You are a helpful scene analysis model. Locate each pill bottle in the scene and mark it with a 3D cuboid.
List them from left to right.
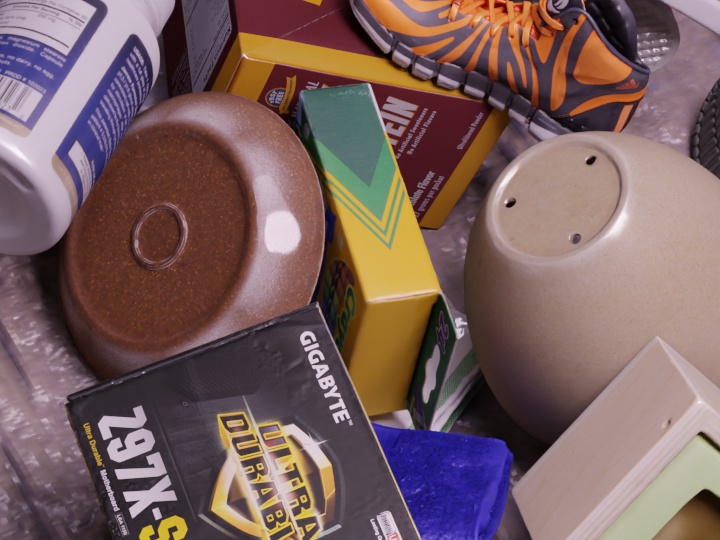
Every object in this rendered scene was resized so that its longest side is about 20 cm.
[{"bbox_3d":[-0.191,-0.116,1.400,0.110,0.111,0.201,24,54,4],"label":"pill bottle"}]

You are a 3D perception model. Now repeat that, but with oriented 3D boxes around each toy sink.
[{"bbox_3d":[0.208,0.161,1.313,0.200,0.130,0.112,40,9,-18],"label":"toy sink"}]

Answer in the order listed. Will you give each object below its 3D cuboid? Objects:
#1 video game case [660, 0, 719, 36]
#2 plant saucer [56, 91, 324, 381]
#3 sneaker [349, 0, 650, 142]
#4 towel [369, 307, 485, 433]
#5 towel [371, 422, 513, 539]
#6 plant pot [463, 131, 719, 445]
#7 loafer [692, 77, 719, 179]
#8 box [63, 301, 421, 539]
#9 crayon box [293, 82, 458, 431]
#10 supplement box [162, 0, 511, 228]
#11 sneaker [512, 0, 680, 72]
[{"bbox_3d":[0.155,-0.248,1.513,0.199,0.023,0.183,19,33,-51],"label":"video game case"},{"bbox_3d":[-0.116,-0.018,1.403,0.037,0.200,0.201,22,32,-57],"label":"plant saucer"},{"bbox_3d":[0.097,-0.162,1.436,0.199,0.112,0.078,27,46,-7],"label":"sneaker"},{"bbox_3d":[-0.020,0.042,1.472,0.199,0.031,0.149,31,51,10],"label":"towel"},{"bbox_3d":[-0.013,0.125,1.342,0.198,0.050,0.148,7,21,8],"label":"towel"},{"bbox_3d":[0.143,-0.007,1.389,0.199,0.135,0.201,-15,53,20],"label":"plant pot"},{"bbox_3d":[0.295,-0.054,1.613,0.069,0.075,0.201,3,56,-27],"label":"loafer"},{"bbox_3d":[-0.059,0.134,1.258,0.159,0.049,0.201,-21,61,-6],"label":"box"},{"bbox_3d":[0.000,0.000,1.415,0.051,0.126,0.201,-7,54,-16],"label":"crayon box"},{"bbox_3d":[-0.021,-0.159,1.542,0.196,0.133,0.201,8,51,-22],"label":"supplement box"},{"bbox_3d":[0.140,-0.225,1.579,0.200,0.075,0.105,36,27,-30],"label":"sneaker"}]
